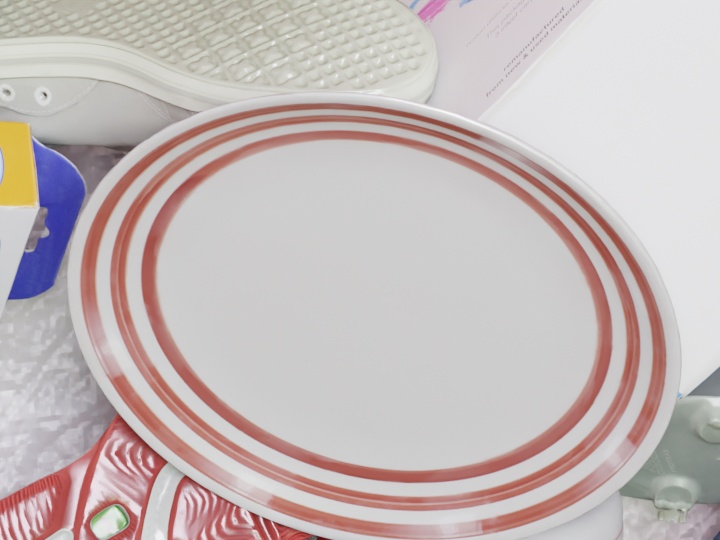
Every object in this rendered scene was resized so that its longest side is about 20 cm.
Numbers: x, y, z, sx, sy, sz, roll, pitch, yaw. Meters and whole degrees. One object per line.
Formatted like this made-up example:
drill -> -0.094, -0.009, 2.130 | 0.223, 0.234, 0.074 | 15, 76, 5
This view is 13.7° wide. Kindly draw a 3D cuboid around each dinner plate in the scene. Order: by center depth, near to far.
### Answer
dinner plate -> 0.004, 0.015, 0.958 | 0.199, 0.024, 0.201 | 6, 133, 7

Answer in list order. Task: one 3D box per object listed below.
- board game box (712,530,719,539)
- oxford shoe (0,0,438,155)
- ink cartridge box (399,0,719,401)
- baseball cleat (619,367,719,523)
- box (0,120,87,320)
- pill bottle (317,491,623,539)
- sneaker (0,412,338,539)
board game box -> 0.211, 0.100, 1.127 | 0.135, 0.035, 0.200 | 5, 145, -18
oxford shoe -> -0.064, -0.065, 1.002 | 0.199, 0.075, 0.058 | 3, 128, 23
ink cartridge box -> 0.091, -0.080, 1.025 | 0.128, 0.200, 0.125 | 36, 111, -23
baseball cleat -> 0.173, 0.031, 1.146 | 0.199, 0.107, 0.070 | -10, 137, 14
box -> -0.193, -0.005, 0.999 | 0.199, 0.042, 0.119 | 4, 146, -17
pill bottle -> 0.039, 0.173, 1.117 | 0.113, 0.114, 0.201 | -4, 107, -16
sneaker -> -0.081, 0.084, 1.068 | 0.199, 0.115, 0.079 | -24, 88, -20
